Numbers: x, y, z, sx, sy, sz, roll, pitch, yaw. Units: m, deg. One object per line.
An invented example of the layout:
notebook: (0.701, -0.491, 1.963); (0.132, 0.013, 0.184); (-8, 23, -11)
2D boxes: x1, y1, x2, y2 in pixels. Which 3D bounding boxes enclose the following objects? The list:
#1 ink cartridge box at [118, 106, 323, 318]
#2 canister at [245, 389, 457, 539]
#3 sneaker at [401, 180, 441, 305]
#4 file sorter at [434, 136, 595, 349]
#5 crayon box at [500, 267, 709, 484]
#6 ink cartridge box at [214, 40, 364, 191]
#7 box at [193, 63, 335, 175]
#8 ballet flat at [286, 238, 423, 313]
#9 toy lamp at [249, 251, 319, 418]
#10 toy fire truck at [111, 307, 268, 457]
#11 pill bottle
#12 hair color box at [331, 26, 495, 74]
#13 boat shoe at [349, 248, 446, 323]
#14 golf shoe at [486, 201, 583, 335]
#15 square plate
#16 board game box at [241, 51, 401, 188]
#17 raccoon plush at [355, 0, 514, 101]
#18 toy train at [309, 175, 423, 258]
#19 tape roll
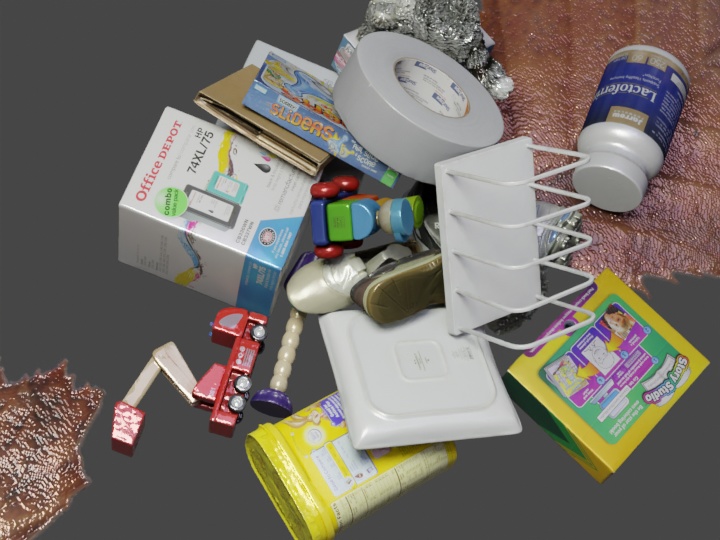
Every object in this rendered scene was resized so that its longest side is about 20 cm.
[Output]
ink cartridge box: (-0.167, -0.066, 1.566); (0.198, 0.146, 0.148); (21, 63, 0)
canister: (-0.008, 0.206, 1.505); (0.199, 0.087, 0.149); (-26, 71, -22)
sneaker: (0.103, -0.031, 1.631); (0.066, 0.091, 0.202); (-13, 69, -15)
file sorter: (0.179, -0.028, 1.485); (0.138, 0.124, 0.202); (-19, 113, -32)
crayon box: (0.294, 0.125, 1.612); (0.172, 0.058, 0.200); (44, 66, 10)
ink cartridge box: (-0.079, -0.173, 1.688); (0.198, 0.041, 0.201); (23, 61, -1)
box: (-0.095, -0.184, 1.586); (0.163, 0.021, 0.200); (30, 22, 3)
ballet flat: (0.000, 0.000, 1.574); (0.199, 0.070, 0.070); (-16, 67, -42)
toy lamp: (-0.079, 0.072, 1.572); (0.058, 0.058, 0.202); (17, 66, -2)
toy fire truck: (-0.195, 0.126, 1.528); (0.140, 0.049, 0.201); (17, 64, -2)
pill bottle: (0.349, -0.183, 1.732); (0.115, 0.116, 0.201); (23, 64, 1)
hair color box: (0.069, -0.281, 1.732); (0.199, 0.061, 0.100); (-28, 70, -36)
boat shoe: (0.077, 0.006, 1.555); (0.200, 0.072, 0.066); (-18, 28, -32)
golf shoe: (0.195, -0.007, 1.660); (0.097, 0.079, 0.200); (25, 59, 24)
square plate: (0.066, 0.108, 1.509); (0.196, 0.029, 0.201); (-4, 47, -14)
board game box: (-0.037, -0.179, 1.571); (0.199, 0.035, 0.136); (29, 22, -8)
raccoon plush: (0.091, -0.279, 1.648); (0.134, 0.097, 0.200); (-33, 74, -28)
toy train: (0.023, -0.069, 1.560); (0.115, 0.200, 0.086); (0, 99, 20)
tape roll: (0.068, -0.190, 1.557); (0.199, 0.066, 0.201); (23, 36, -17)
